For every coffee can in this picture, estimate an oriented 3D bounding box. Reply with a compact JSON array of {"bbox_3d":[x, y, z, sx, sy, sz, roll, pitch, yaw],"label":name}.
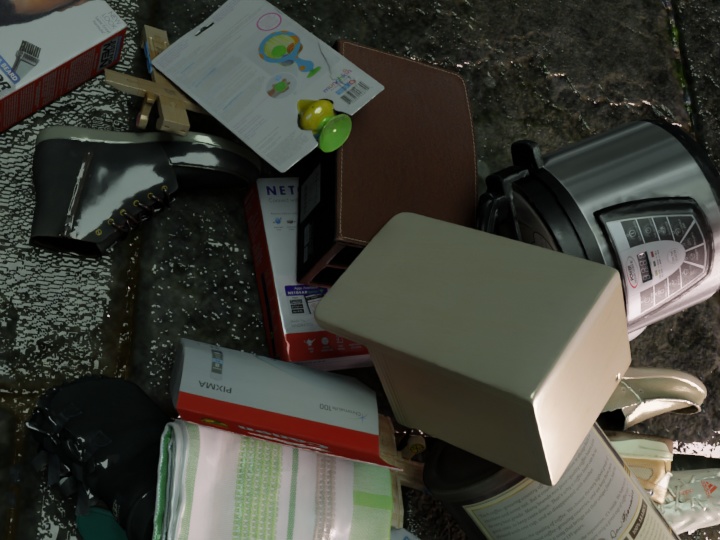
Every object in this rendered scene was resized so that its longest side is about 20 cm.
[{"bbox_3d":[0.168,0.207,0.809,0.146,0.146,0.200,-44,103,-31],"label":"coffee can"}]

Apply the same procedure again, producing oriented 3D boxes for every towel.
[{"bbox_3d":[-0.054,0.193,0.688,0.199,0.031,0.150,18,62,-34],"label":"towel"}]

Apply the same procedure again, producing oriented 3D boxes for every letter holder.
[{"bbox_3d":[0.025,-0.087,0.886,0.141,0.101,0.201,9,65,-21],"label":"letter holder"}]

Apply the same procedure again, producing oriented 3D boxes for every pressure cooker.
[{"bbox_3d":[0.197,-0.021,0.838,0.199,0.179,0.176,-21,60,-12],"label":"pressure cooker"}]

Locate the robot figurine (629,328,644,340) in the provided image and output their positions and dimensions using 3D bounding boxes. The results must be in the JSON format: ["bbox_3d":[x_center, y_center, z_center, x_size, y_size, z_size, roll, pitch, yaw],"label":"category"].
[{"bbox_3d":[0.234,-0.005,0.988,0.169,0.113,0.201,11,63,-40],"label":"robot figurine"}]

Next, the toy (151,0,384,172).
[{"bbox_3d":[-0.081,-0.161,0.849,0.115,0.047,0.200,-41,55,-12],"label":"toy"}]

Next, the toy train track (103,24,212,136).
[{"bbox_3d":[-0.184,-0.169,0.886,0.114,0.033,0.200,12,32,-26],"label":"toy train track"}]

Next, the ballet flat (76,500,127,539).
[{"bbox_3d":[-0.125,0.219,0.750,0.199,0.068,0.070,22,34,21],"label":"ballet flat"}]

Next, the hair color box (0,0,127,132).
[{"bbox_3d":[-0.323,-0.197,0.863,0.111,0.064,0.200,47,58,2],"label":"hair color box"}]

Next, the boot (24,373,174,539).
[{"bbox_3d":[-0.148,0.138,0.762,0.162,0.074,0.198,29,26,36],"label":"boot"}]

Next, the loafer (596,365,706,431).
[{"bbox_3d":[0.260,0.130,0.968,0.199,0.076,0.069,9,75,-22],"label":"loafer"}]

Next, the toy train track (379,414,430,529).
[{"bbox_3d":[0.064,0.178,0.859,0.199,0.033,0.115,21,39,-25],"label":"toy train track"}]

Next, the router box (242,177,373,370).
[{"bbox_3d":[0.000,0.000,0.924,0.199,0.049,0.180,-4,71,-24],"label":"router box"}]

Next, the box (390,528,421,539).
[{"bbox_3d":[-0.015,0.275,0.806,0.200,0.041,0.156,34,60,-7],"label":"box"}]

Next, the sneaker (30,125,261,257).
[{"bbox_3d":[-0.189,-0.063,0.859,0.199,0.075,0.107,2,72,-7],"label":"sneaker"}]

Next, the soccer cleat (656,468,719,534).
[{"bbox_3d":[0.314,0.225,0.945,0.199,0.078,0.070,-4,70,-24],"label":"soccer cleat"}]

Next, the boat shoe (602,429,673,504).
[{"bbox_3d":[0.193,0.183,0.902,0.199,0.072,0.077,7,80,2],"label":"boat shoe"}]

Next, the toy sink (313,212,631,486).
[{"bbox_3d":[0.086,0.055,0.744,0.199,0.112,0.130,17,53,35],"label":"toy sink"}]

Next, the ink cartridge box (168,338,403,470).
[{"bbox_3d":[-0.061,0.097,0.737,0.159,0.200,0.048,15,87,-13],"label":"ink cartridge box"}]
